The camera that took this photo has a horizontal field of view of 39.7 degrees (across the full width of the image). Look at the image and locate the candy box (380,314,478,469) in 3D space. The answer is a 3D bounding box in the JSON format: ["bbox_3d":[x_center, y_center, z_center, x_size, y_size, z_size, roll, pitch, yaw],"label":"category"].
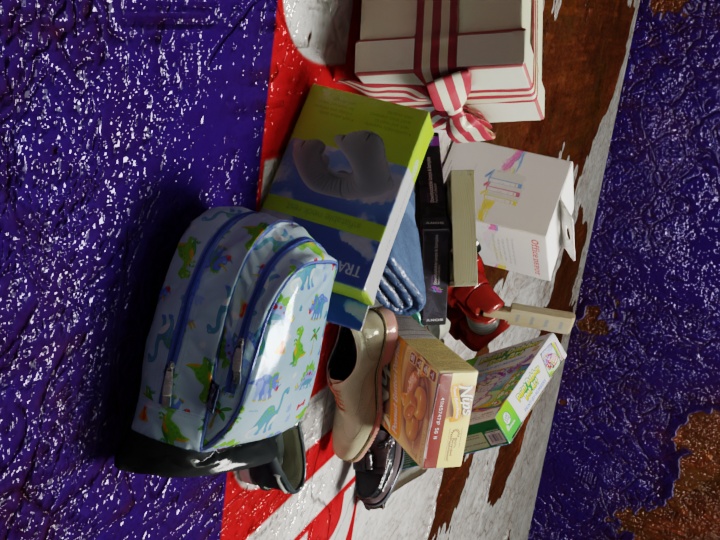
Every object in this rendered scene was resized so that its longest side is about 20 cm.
[{"bbox_3d":[0.059,0.132,1.167,0.055,0.200,0.117,2,107,-25],"label":"candy box"}]

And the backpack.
[{"bbox_3d":[-0.097,0.053,0.776,0.163,0.152,0.203,7,84,-63],"label":"backpack"}]

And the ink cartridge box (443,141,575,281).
[{"bbox_3d":[0.212,-0.084,1.402,0.129,0.197,0.127,66,43,-60],"label":"ink cartridge box"}]

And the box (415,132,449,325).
[{"bbox_3d":[0.085,-0.053,1.211,0.201,0.035,0.144,-88,176,-50],"label":"box"}]

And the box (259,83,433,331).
[{"bbox_3d":[-0.022,-0.060,0.896,0.048,0.120,0.202,62,45,-67],"label":"box"}]

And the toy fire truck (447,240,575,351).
[{"bbox_3d":[0.181,0.051,1.358,0.128,0.200,0.177,-36,151,-7],"label":"toy fire truck"}]

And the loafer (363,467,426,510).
[{"bbox_3d":[0.062,0.267,1.424,0.200,0.070,0.074,-52,149,-49],"label":"loafer"}]

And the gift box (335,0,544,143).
[{"bbox_3d":[0.083,-0.233,0.991,0.184,0.197,0.190,25,65,-66],"label":"gift box"}]

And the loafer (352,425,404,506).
[{"bbox_3d":[0.023,0.201,1.302,0.063,0.071,0.203,40,58,-47],"label":"loafer"}]

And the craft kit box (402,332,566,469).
[{"bbox_3d":[0.155,0.175,1.338,0.049,0.199,0.197,58,43,-8],"label":"craft kit box"}]

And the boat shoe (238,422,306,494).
[{"bbox_3d":[-0.084,0.135,0.951,0.202,0.060,0.076,85,28,-43],"label":"boat shoe"}]

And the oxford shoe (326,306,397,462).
[{"bbox_3d":[-0.015,0.135,1.162,0.073,0.070,0.203,-7,114,-41],"label":"oxford shoe"}]

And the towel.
[{"bbox_3d":[0.021,-0.058,0.998,0.112,0.048,0.202,51,26,-46],"label":"towel"}]

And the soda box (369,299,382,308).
[{"bbox_3d":[0.000,0.000,1.084,0.200,0.062,0.072,-3,107,-70],"label":"soda box"}]

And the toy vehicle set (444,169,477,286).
[{"bbox_3d":[0.115,-0.044,1.172,0.200,0.026,0.126,36,52,-88],"label":"toy vehicle set"}]

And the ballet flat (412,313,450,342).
[{"bbox_3d":[0.085,0.094,1.371,0.068,0.068,0.202,-30,146,-26],"label":"ballet flat"}]
